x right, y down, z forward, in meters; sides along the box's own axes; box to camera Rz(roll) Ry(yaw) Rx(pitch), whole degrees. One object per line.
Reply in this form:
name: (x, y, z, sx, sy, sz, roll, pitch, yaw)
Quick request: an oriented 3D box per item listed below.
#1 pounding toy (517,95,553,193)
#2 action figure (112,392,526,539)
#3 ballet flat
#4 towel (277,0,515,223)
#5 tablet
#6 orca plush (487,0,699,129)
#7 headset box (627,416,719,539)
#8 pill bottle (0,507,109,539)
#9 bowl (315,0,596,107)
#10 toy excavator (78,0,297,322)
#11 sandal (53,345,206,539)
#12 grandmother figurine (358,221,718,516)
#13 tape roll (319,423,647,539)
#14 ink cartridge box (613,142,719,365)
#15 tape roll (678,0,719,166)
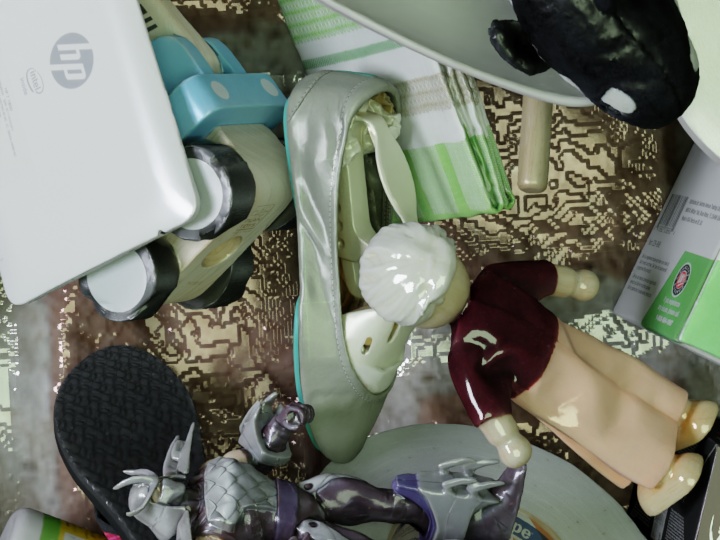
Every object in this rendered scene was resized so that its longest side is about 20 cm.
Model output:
pounding toy: (0.107, -0.171, 1.511, 0.200, 0.142, 0.184, -34, 98, -4)
action figure: (-0.022, 0.118, 1.439, 0.199, 0.130, 0.069, 10, 136, -10)
ballet flat: (0.000, 0.000, 1.482, 0.063, 0.067, 0.201, 1, 100, 32)
towel: (0.009, -0.121, 1.508, 0.031, 0.149, 0.201, -24, 100, -25)
tablet: (-0.156, -0.096, 1.487, 0.130, 0.014, 0.201, -25, 77, 31)
orca plush: (0.106, -0.155, 1.347, 0.105, 0.071, 0.201, -20, 99, -19)
headset box: (0.255, 0.135, 1.555, 0.199, 0.149, 0.078, 12, 94, -7)
pill bottle: (-0.105, 0.208, 1.535, 0.199, 0.111, 0.111, 22, 92, -9)
bowl: (0.058, -0.192, 1.404, 0.199, 0.075, 0.200, 22, 85, -18)
toy excavator: (-0.102, -0.101, 1.510, 0.194, 0.100, 0.200, -45, 73, 25)
sandal: (-0.102, 0.123, 1.517, 0.075, 0.045, 0.200, -19, 56, -17)
grandmother figurine: (0.082, 0.044, 1.459, 0.200, 0.122, 0.061, 36, 132, -17)
tape roll: (0.054, 0.174, 1.511, 0.199, 0.201, 0.066, 13, 134, -8)
ink cartridge box: (0.222, -0.044, 1.535, 0.084, 0.146, 0.201, 25, 92, -9)
tape roll: (0.238, -0.130, 1.440, 0.202, 0.037, 0.204, 0, 87, 5)
